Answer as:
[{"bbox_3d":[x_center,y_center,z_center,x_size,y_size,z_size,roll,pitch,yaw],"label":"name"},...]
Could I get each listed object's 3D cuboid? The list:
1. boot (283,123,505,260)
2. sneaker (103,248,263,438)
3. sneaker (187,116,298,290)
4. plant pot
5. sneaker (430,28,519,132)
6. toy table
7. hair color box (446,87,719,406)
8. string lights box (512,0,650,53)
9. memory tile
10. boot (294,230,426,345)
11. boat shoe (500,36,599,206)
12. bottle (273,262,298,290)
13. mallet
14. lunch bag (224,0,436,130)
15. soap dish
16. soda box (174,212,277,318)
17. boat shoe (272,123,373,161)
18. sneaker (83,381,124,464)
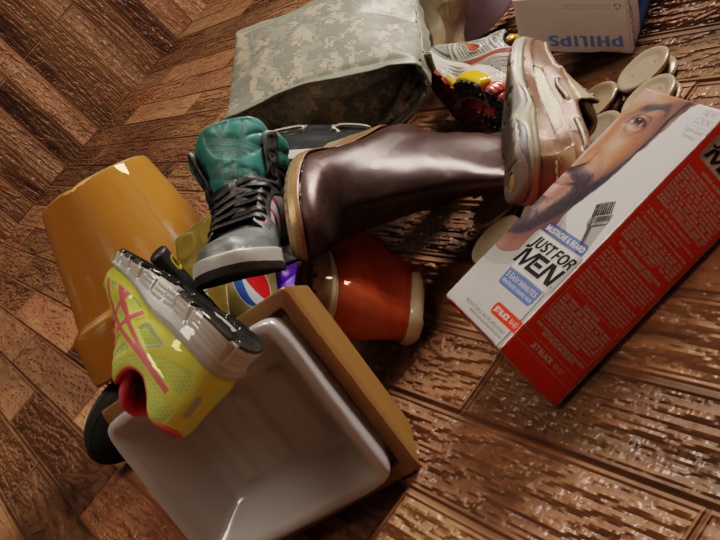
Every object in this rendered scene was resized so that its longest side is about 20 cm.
[{"bbox_3d":[0.035,-0.070,0.903,0.164,0.073,0.200,-2,26,14],"label":"boot"},{"bbox_3d":[-0.139,0.048,0.765,0.091,0.078,0.200,-60,27,-1],"label":"sneaker"},{"bbox_3d":[-0.092,-0.056,0.876,0.083,0.122,0.200,-13,4,5],"label":"sneaker"},{"bbox_3d":[-0.230,-0.009,1.188,0.199,0.184,0.200,-30,1,1],"label":"plant pot"},{"bbox_3d":[0.121,-0.187,1.103,0.082,0.078,0.200,-41,29,-6],"label":"sneaker"},{"bbox_3d":[0.076,-0.290,1.228,0.200,0.184,0.117,-45,2,37],"label":"toy table"},{"bbox_3d":[0.158,-0.020,0.750,0.200,0.064,0.111,-45,21,1],"label":"hair color box"},{"bbox_3d":[0.216,-0.280,1.038,0.102,0.059,0.201,5,49,25],"label":"string lights box"},{"bbox_3d":[0.169,-0.089,0.908,0.199,0.017,0.154,-36,24,27],"label":"memory tile"},{"bbox_3d":[0.000,0.000,0.967,0.201,0.106,0.076,-98,21,-60],"label":"boot"},{"bbox_3d":[0.147,-0.115,0.887,0.071,0.076,0.201,3,42,3],"label":"boat shoe"},{"bbox_3d":[-0.065,0.008,1.077,0.200,0.083,0.066,50,127,55],"label":"bottle"},{"bbox_3d":[-0.093,0.056,0.903,0.041,0.201,0.066,-32,14,17],"label":"mallet"},{"bbox_3d":[-0.020,-0.191,1.120,0.198,0.118,0.165,-20,39,15],"label":"lunch bag"},{"bbox_3d":[-0.071,0.114,0.834,0.199,0.158,0.081,-33,9,29],"label":"soap dish"},{"bbox_3d":[-0.112,0.052,1.000,0.067,0.064,0.202,-30,56,36],"label":"soda box"},{"bbox_3d":[0.000,-0.105,1.046,0.076,0.197,0.061,96,174,-46],"label":"boat shoe"},{"bbox_3d":[-0.206,0.137,1.135,0.200,0.073,0.082,-39,23,20],"label":"sneaker"}]
